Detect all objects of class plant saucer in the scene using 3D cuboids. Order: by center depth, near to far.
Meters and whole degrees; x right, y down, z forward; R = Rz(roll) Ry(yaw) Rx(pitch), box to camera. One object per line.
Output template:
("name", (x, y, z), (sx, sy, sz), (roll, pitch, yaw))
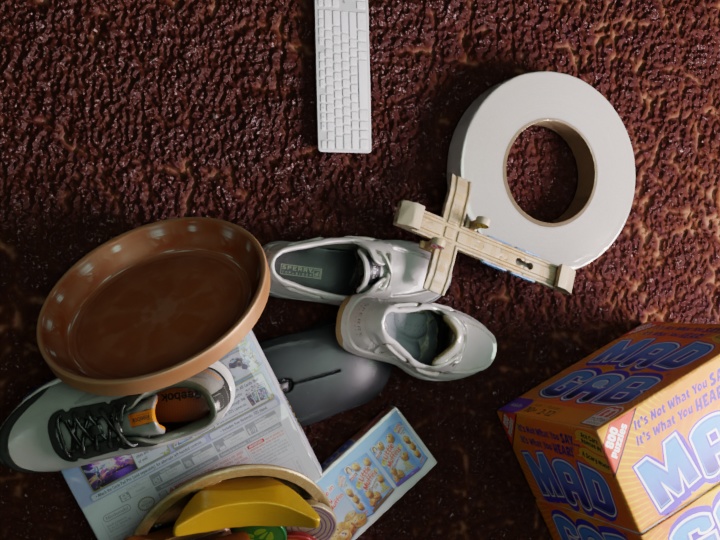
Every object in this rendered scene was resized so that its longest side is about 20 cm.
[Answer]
("plant saucer", (-0.169, 0.030, 0.989), (0.199, 0.200, 0.033), (-32, 131, -17))

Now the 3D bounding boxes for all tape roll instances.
("tape roll", (0.181, -0.096, 1.190), (0.201, 0.037, 0.205), (0, 89, -21))

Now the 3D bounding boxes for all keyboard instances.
("keyboard", (-0.017, -0.213, 1.133), (0.056, 0.011, 0.203), (-1, 90, -20))

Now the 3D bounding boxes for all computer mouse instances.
("computer mouse", (-0.051, 0.105, 1.093), (0.198, 0.053, 0.140), (-21, 96, -19))

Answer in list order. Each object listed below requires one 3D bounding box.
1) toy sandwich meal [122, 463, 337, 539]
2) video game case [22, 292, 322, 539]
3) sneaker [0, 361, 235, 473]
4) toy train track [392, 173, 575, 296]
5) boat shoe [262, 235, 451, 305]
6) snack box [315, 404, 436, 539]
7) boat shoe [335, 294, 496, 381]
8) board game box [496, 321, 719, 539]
("toy sandwich meal", (-0.111, 0.247, 0.999), (0.203, 0.070, 0.207), (-12, 127, -15))
("video game case", (-0.160, 0.141, 1.034), (0.199, 0.045, 0.183), (-27, 99, -3))
("sneaker", (-0.200, 0.117, 0.965), (0.198, 0.079, 0.075), (-16, 99, -4))
("toy train track", (0.125, -0.022, 1.125), (0.198, 0.032, 0.116), (21, 75, -22))
("boat shoe", (0.000, 0.000, 1.106), (0.198, 0.066, 0.073), (8, 86, -20))
("snack box", (-0.022, 0.218, 1.116), (0.200, 0.024, 0.072), (-40, 101, -16))
("boat shoe", (0.068, 0.066, 1.100), (0.199, 0.069, 0.072), (12, 83, -43))
("board game box", (0.289, 0.184, 1.136), (0.199, 0.200, 0.201), (-27, 97, -18))
